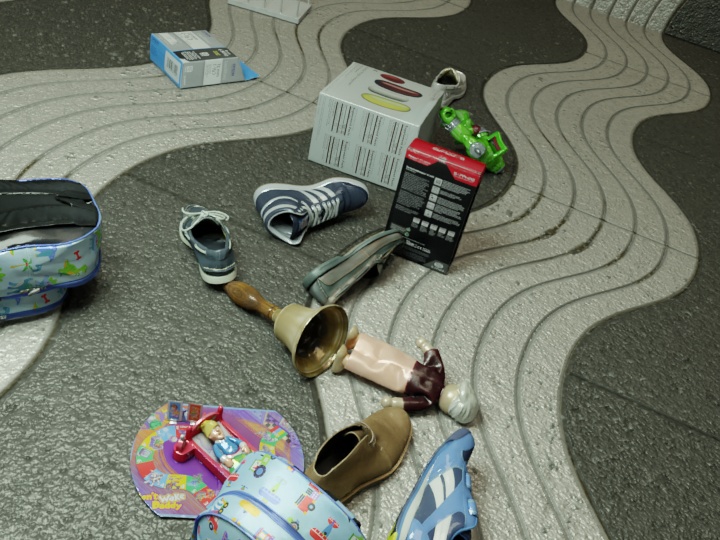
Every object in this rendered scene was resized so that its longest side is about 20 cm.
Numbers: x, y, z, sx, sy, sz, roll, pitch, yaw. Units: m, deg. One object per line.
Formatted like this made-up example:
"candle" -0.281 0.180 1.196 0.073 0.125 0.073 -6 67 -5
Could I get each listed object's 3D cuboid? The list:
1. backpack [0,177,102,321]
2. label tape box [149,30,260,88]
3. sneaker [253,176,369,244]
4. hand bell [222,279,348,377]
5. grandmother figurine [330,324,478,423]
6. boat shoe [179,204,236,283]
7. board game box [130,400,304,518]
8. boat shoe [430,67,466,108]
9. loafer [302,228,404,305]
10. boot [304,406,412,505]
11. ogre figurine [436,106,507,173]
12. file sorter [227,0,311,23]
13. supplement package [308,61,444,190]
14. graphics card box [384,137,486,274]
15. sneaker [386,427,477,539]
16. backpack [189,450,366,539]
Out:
"backpack" -0.442 -0.035 0.981 0.199 0.148 0.183 -10 43 -25
"label tape box" -0.335 -0.466 1.644 0.199 0.066 0.143 -20 49 -35
"sneaker" -0.073 -0.099 1.259 0.198 0.070 0.109 -4 36 -14
"hand bell" -0.123 0.057 1.048 0.199 0.105 0.104 27 37 33
"grandmother figurine" 0.068 0.143 1.017 0.199 0.061 0.122 26 65 10
"boat shoe" -0.235 -0.056 1.146 0.074 0.062 0.200 -7 35 -16
"board game box" -0.160 0.204 0.863 0.198 0.039 0.159 6 38 -11
"boat shoe" 0.216 -0.454 1.821 0.070 0.070 0.200 22 37 12
"loafer" 0.000 0.000 1.176 0.199 0.072 0.063 -28 74 -34
"boot" 0.005 0.207 0.891 0.073 0.076 0.200 31 36 23
"ogre figurine" 0.235 -0.262 1.544 0.098 0.200 0.120 -33 64 1
"file sorter" -0.233 -0.765 2.016 0.199 0.125 0.139 17 37 2
"supplement package" 0.032 -0.283 1.472 0.199 0.148 0.192 20 37 8
"graphics card box" 0.115 -0.102 1.224 0.125 0.201 0.051 21 37 10
"sneaker" 0.095 0.266 0.854 0.082 0.074 0.200 27 46 12
"backpack" -0.082 0.273 0.671 0.182 0.201 0.134 35 41 23
